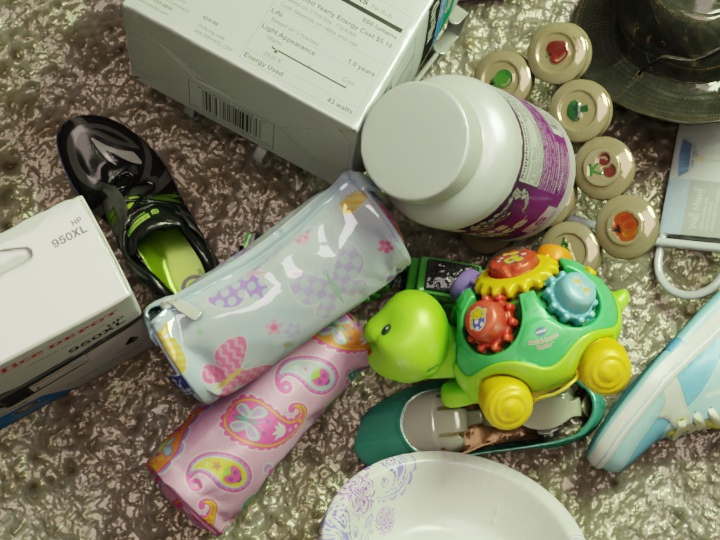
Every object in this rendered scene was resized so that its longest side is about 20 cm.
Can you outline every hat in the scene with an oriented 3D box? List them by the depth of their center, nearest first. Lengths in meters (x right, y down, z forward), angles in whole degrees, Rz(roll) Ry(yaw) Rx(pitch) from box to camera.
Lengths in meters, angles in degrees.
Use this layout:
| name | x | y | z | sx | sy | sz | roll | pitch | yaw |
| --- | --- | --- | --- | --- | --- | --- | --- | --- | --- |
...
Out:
| name | x | y | z | sx | sy | sz | roll | pitch | yaw |
| --- | --- | --- | --- | --- | --- | --- | --- | --- | --- |
| hat | 0.252 | -0.209 | 1.315 | 0.199 | 0.081 | 0.202 | -10 | 51 | 12 |

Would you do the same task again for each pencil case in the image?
| name | x | y | z | sx | sy | sz | roll | pitch | yaw |
| --- | --- | --- | --- | --- | --- | --- | --- | --- | --- |
| pencil case | -0.060 | 0.010 | 1.222 | 0.199 | 0.083 | 0.091 | -33 | 116 | 1 |
| pencil case | -0.072 | 0.106 | 1.274 | 0.087 | 0.087 | 0.200 | 42 | 78 | 6 |

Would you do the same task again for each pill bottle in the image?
| name | x | y | z | sx | sy | sz | roll | pitch | yaw |
| --- | --- | --- | --- | --- | --- | --- | --- | --- | --- |
| pill bottle | 0.078 | -0.082 | 1.231 | 0.112 | 0.200 | 0.113 | -2 | 86 | 26 |

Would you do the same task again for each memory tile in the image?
| name | x | y | z | sx | sy | sz | roll | pitch | yaw |
| --- | --- | --- | --- | --- | --- | --- | --- | --- | --- |
| memory tile | 0.138 | -0.082 | 1.324 | 0.153 | 0.017 | 0.201 | -24 | 78 | 21 |

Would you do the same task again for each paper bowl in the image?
| name | x | y | z | sx | sy | sz | roll | pitch | yaw |
| --- | --- | --- | --- | --- | --- | --- | --- | --- | --- |
| paper bowl | 0.063 | 0.236 | 1.215 | 0.199 | 0.105 | 0.201 | 6 | 38 | -4 |

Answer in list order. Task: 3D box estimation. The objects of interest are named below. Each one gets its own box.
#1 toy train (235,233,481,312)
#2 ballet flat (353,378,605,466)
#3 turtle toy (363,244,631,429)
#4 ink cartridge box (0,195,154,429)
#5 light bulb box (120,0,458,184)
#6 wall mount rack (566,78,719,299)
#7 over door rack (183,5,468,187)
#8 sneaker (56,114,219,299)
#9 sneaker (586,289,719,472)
| name | x | y | z | sx | sy | sz | roll | pitch | yaw |
| --- | --- | --- | --- | --- | --- | --- | --- | --- | --- |
| toy train | 0.000 | 0.000 | 1.313 | 0.199 | 0.056 | 0.042 | 9 | 78 | -2 |
| ballet flat | 0.092 | 0.111 | 1.286 | 0.199 | 0.070 | 0.068 | -8 | 79 | -4 |
| turtle toy | 0.102 | 0.043 | 1.236 | 0.199 | 0.146 | 0.102 | -18 | 108 | -1 |
| ink cartridge box | -0.237 | 0.036 | 1.219 | 0.144 | 0.200 | 0.085 | -29 | 80 | -8 |
| light bulb box | -0.043 | -0.204 | 1.254 | 0.197 | 0.125 | 0.201 | 29 | 72 | 5 |
| wall mount rack | 0.244 | -0.084 | 1.338 | 0.173 | 0.075 | 0.201 | 7 | 75 | 27 |
| over door rack | -0.026 | -0.159 | 1.342 | 0.147 | 0.067 | 0.200 | 33 | 73 | 5 |
| sneaker | -0.164 | -0.043 | 1.299 | 0.071 | 0.083 | 0.200 | -34 | 81 | -10 |
| sneaker | 0.278 | 0.109 | 1.293 | 0.131 | 0.080 | 0.200 | 44 | 80 | 7 |
